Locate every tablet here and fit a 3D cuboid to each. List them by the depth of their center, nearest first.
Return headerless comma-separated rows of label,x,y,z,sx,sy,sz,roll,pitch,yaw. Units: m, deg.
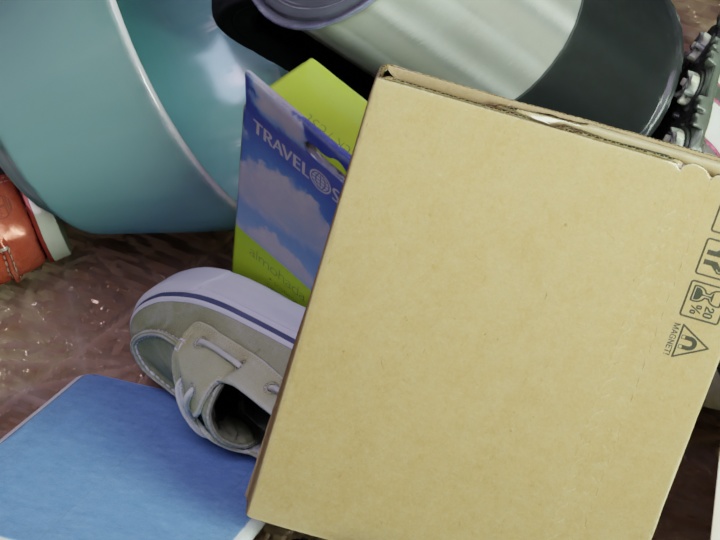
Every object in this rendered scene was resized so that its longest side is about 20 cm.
tablet,-0.099,0.091,1.029,0.130,0.200,0.014,12,107,12

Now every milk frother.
milk frother,0.030,-0.077,1.074,0.180,0.188,0.201,-26,53,32

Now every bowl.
bowl,-0.117,-0.097,1.118,0.105,0.201,0.201,-22,62,17

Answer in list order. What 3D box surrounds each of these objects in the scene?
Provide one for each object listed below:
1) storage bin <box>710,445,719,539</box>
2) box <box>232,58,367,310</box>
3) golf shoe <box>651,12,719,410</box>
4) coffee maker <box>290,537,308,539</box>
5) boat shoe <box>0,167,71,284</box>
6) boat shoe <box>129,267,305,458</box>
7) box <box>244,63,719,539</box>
storage bin,0.247,0.078,0.971,0.198,0.094,0.201,6,105,10
box,0.000,0.000,1.034,0.122,0.200,0.048,39,60,21
golf shoe,0.169,-0.025,1.110,0.088,0.077,0.201,18,64,-12
coffee maker,0.011,0.223,0.919,0.135,0.192,0.200,34,68,-26
boat shoe,-0.204,-0.081,1.175,0.062,0.071,0.200,-23,68,-1
boat shoe,-0.050,0.048,1.049,0.062,0.072,0.200,-39,30,-27
box,0.056,0.032,0.930,0.163,0.201,0.021,16,25,-3
